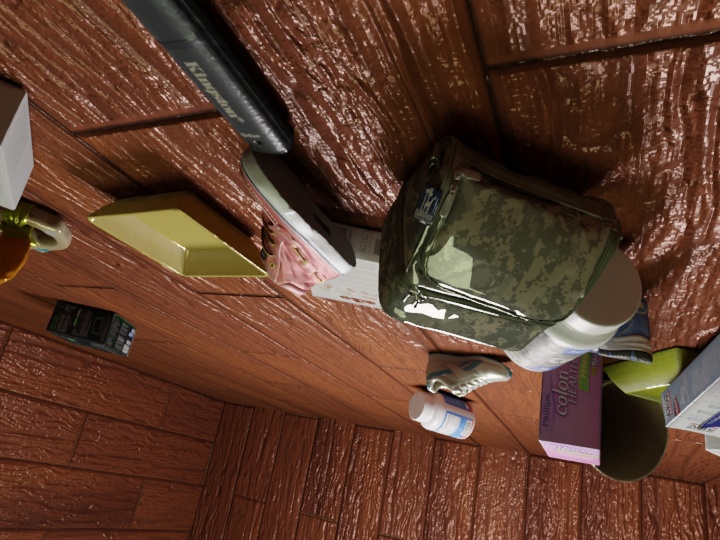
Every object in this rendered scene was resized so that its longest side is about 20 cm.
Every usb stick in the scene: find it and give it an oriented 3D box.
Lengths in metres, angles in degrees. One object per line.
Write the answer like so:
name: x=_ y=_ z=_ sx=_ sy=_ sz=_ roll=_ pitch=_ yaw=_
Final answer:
usb stick: x=-0.118 y=-0.165 z=0.433 sx=0.053 sy=0.034 sz=0.200 roll=1 pitch=156 yaw=24

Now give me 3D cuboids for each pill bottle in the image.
pill bottle: x=0.245 y=0.048 z=0.639 sx=0.109 sy=0.118 sz=0.201 roll=11 pitch=159 yaw=2
pill bottle: x=0.245 y=0.433 z=1.594 sx=0.195 sy=0.116 sz=0.111 roll=24 pitch=156 yaw=-25

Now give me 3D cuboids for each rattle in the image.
rattle: x=-0.575 y=-0.023 z=0.903 sx=0.127 sy=0.149 sz=0.197 roll=4 pitch=161 yaw=-38

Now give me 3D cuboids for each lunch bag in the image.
lunch bag: x=0.123 y=-0.029 z=0.505 sx=0.193 sy=0.143 sz=0.169 roll=17 pitch=142 yaw=-13

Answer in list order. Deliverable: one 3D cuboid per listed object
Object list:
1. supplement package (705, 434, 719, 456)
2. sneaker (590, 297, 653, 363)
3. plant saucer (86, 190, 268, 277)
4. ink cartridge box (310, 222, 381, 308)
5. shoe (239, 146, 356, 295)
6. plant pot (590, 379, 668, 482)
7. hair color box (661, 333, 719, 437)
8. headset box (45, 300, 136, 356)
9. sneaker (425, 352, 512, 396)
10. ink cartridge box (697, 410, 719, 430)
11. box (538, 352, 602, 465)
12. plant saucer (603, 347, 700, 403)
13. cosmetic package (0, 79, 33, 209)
supplement package: x=0.748 y=0.304 z=0.989 sx=0.196 sy=0.118 sz=0.108 roll=26 pitch=154 yaw=-28
sneaker: x=0.345 y=0.078 z=0.725 sx=0.073 sy=0.080 sz=0.200 roll=8 pitch=177 yaw=0
plant saucer: x=-0.255 y=-0.053 z=0.764 sx=0.193 sy=0.050 sz=0.200 roll=0 pitch=155 yaw=29
ink cartridge box: x=0.000 y=0.000 z=0.760 sx=0.154 sy=0.052 sz=0.201 roll=11 pitch=162 yaw=3
shoe: x=-0.089 y=-0.045 z=0.594 sx=0.089 sy=0.073 sz=0.200 roll=-27 pitch=136 yaw=16
plant pot: x=0.502 y=0.319 z=1.109 sx=0.180 sy=0.195 sz=0.200 roll=13 pitch=172 yaw=-3
hair color box: x=0.542 y=0.172 z=0.777 sx=0.095 sy=0.062 sz=0.204 roll=10 pitch=140 yaw=7
headset box: x=-0.811 y=0.177 z=1.581 sx=0.192 sy=0.096 sz=0.175 roll=12 pitch=159 yaw=3
sneaker: x=0.235 y=0.232 z=1.148 sx=0.194 sy=0.084 sz=0.076 roll=-4 pitch=152 yaw=34
ink cartridge box: x=0.578 y=0.168 z=0.677 sx=0.192 sy=0.042 sz=0.203 roll=0 pitch=139 yaw=-20
box: x=0.377 y=0.231 z=0.930 sx=0.093 sy=0.182 sz=0.200 roll=1 pitch=156 yaw=26
plant saucer: x=0.570 y=0.201 z=0.926 sx=0.192 sy=0.050 sz=0.201 roll=15 pitch=159 yaw=-6
cosmetic package: x=-0.439 y=-0.149 z=0.596 sx=0.099 sy=0.074 sz=0.198 roll=22 pitch=157 yaw=-25
